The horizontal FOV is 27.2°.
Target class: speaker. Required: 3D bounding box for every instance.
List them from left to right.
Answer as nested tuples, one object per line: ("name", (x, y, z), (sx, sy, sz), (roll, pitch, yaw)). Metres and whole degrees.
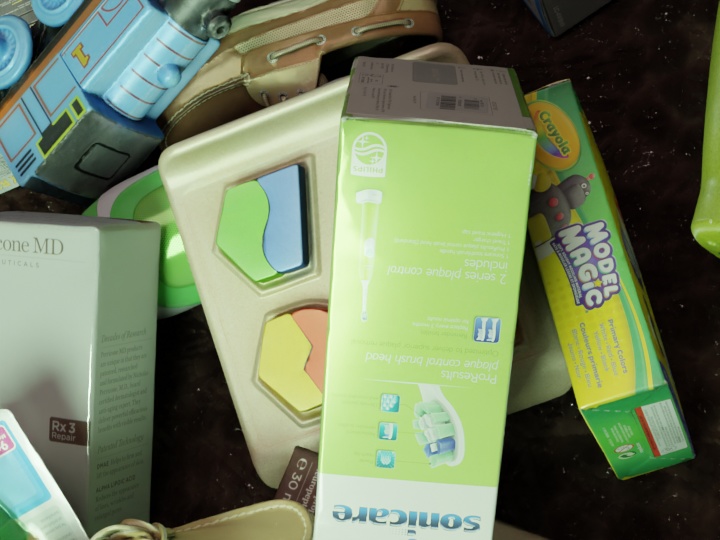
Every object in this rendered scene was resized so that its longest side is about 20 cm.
("speaker", (-0.062, -0.042, 0.874), (0.199, 0.089, 0.089), (-25, 60, 9))

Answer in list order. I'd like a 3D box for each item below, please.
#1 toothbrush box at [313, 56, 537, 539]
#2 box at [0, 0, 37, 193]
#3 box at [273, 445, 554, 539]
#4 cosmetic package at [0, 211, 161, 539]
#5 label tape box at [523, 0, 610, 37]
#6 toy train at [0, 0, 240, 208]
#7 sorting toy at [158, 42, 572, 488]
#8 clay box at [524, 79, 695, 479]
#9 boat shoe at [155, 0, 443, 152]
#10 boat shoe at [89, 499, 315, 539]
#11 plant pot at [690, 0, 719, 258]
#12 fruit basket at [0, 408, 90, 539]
("toothbrush box", (0.027, 0.013, 0.694), (0.085, 0.146, 0.202), (6, 107, 1))
("box", (-0.218, -0.146, 1.005), (0.198, 0.048, 0.160), (-22, 62, 10))
("box", (0.041, 0.171, 0.741), (0.198, 0.075, 0.101), (16, 73, 25))
("cosmetic package", (-0.172, 0.071, 0.826), (0.101, 0.074, 0.202), (3, 96, 22))
("label tape box", (0.159, -0.257, 0.903), (0.199, 0.066, 0.144), (-34, 59, 5))
("toy train", (-0.144, -0.136, 0.881), (0.200, 0.086, 0.115), (-45, 61, 17))
("sorting toy", (0.000, 0.000, 0.805), (0.184, 0.036, 0.202), (-20, 89, 9))
("clay box", (0.118, -0.006, 0.770), (0.047, 0.115, 0.202), (-17, 61, 11))
("boat shoe", (-0.040, -0.121, 0.911), (0.199, 0.076, 0.072), (-30, 61, 7))
("boat shoe", (-0.101, 0.152, 0.685), (0.199, 0.065, 0.072), (-23, 38, -24))
("plant pot", (0.253, -0.086, 0.725), (0.199, 0.200, 0.195), (17, 85, 27))
("fruit basket", (-0.196, 0.193, 0.758), (0.184, 0.094, 0.201), (-28, 90, 24))
